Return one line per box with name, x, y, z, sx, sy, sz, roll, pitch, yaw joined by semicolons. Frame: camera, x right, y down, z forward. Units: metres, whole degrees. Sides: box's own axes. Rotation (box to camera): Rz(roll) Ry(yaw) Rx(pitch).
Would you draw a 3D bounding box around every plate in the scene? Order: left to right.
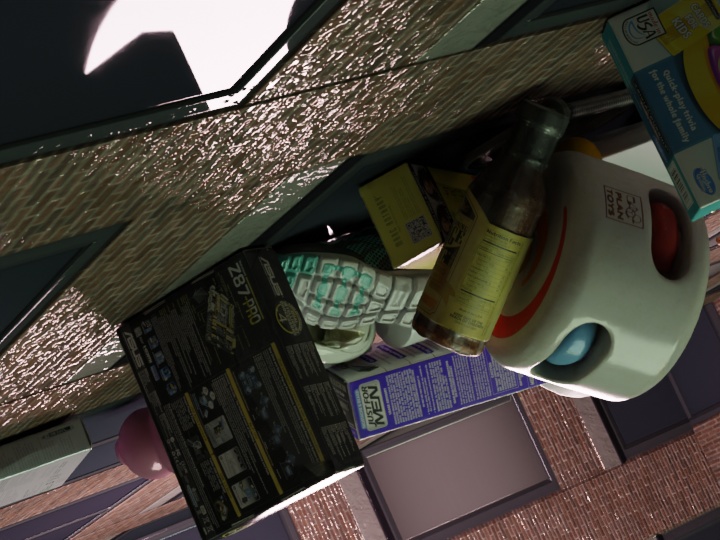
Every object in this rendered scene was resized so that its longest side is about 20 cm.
plate;0.241;-0.090;1.668;0.200;0.032;0.199;-16;162;33

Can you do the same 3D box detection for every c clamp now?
c clamp;0.181;-0.130;1.545;0.200;0.027;0.171;-19;174;-40

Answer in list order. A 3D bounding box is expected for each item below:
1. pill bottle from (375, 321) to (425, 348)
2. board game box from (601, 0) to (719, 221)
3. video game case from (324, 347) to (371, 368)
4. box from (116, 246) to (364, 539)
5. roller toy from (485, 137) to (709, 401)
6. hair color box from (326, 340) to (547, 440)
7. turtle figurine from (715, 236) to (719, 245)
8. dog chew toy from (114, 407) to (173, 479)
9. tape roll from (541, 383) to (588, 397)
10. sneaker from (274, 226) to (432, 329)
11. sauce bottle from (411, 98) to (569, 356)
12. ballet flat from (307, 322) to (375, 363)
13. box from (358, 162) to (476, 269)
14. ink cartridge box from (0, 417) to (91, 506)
pill bottle;0.105;0.001;1.796;0.200;0.110;0.110;-20;170;-29
board game box;0.294;-0.146;1.335;0.199;0.151;0.047;-24;170;-3
video game case;-0.099;0.089;1.838;0.143;0.018;0.200;-19;-170;-30
box;-0.103;0.104;1.563;0.161;0.201;0.049;-32;167;34
roller toy;0.180;0.001;1.516;0.139;0.201;0.182;18;-174;-20
hair color box;0.067;0.097;1.807;0.199;0.065;0.109;-14;-168;-16
turtle figurine;0.365;-0.097;1.775;0.161;0.065;0.200;-28;-162;-12
dog chew toy;-0.169;0.168;2.020;0.199;0.125;0.125;-19;172;14
tape roll;0.223;0.028;1.964;0.202;0.203;0.071;-16;168;-43
sneaker;0.000;0.000;1.641;0.199;0.091;0.078;10;125;-33
sauce bottle;0.104;-0.034;1.459;0.201;0.066;0.066;-67;162;7
ballet flat;-0.033;0.045;1.684;0.069;0.070;0.200;-30;152;30
box;0.065;-0.042;1.570;0.050;0.075;0.200;-28;169;18
ink cartridge box;-0.394;0.224;1.975;0.199;0.041;0.200;-20;170;-24
